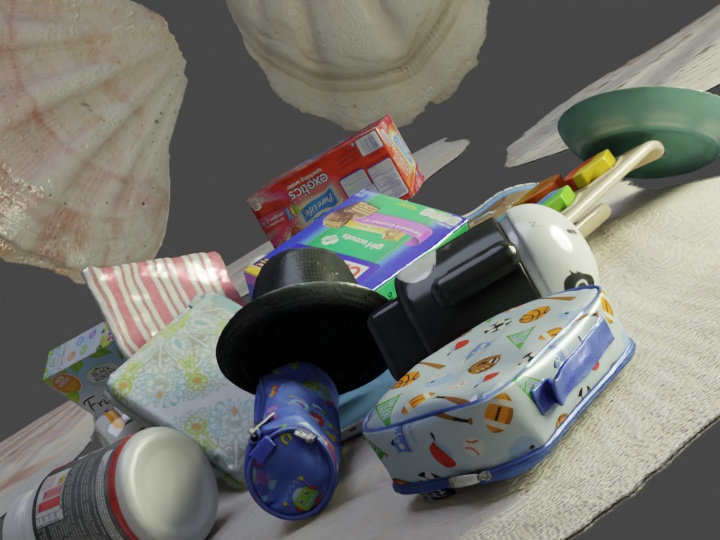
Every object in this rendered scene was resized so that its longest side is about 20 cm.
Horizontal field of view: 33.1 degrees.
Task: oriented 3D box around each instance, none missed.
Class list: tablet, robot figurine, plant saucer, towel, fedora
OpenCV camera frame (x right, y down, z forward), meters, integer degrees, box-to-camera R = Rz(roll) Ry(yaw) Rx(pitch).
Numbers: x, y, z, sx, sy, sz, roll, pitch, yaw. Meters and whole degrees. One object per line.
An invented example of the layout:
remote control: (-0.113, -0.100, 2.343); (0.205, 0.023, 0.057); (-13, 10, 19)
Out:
tablet: (0.022, 0.116, 1.213); (0.130, 0.014, 0.200); (-30, 7, 13)
robot figurine: (0.109, 0.029, 1.049); (0.199, 0.125, 0.150); (-30, 15, 6)
plant saucer: (0.314, -0.141, 1.319); (0.199, 0.036, 0.200); (3, -17, 1)
towel: (-0.212, 0.042, 1.409); (0.199, 0.147, 0.030); (-9, -34, -47)
fedora: (-0.050, 0.043, 1.157); (0.200, 0.200, 0.092); (-27, 52, 26)
towel: (-0.142, 0.119, 1.255); (0.171, 0.199, 0.048); (-45, -28, -33)

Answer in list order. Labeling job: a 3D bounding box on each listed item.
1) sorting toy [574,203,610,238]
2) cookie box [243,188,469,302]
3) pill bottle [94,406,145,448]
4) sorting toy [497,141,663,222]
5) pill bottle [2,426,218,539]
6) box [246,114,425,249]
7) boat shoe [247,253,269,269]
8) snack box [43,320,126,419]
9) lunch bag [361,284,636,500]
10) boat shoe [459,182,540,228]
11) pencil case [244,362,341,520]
sorting toy: (0.161, 0.008, 1.312); (0.185, 0.037, 0.200); (-36, 5, -36)
cookie box: (0.000, 0.000, 1.352); (0.171, 0.076, 0.200); (19, 44, 42)
pill bottle: (-0.180, 0.159, 1.334); (0.200, 0.117, 0.116); (-33, 8, -18)
sorting toy: (0.201, -0.070, 1.285); (0.200, 0.037, 0.185); (-34, 4, -30)
pill bottle: (-0.237, 0.226, 1.129); (0.199, 0.116, 0.116); (-25, 10, 34)
box: (-0.030, -0.102, 1.535); (0.199, 0.100, 0.096); (-28, 9, 19)
boat shoe: (-0.040, 0.029, 1.463); (0.199, 0.072, 0.063); (12, -12, -2)
snack box: (-0.259, 0.140, 1.465); (0.142, 0.200, 0.053); (-28, 40, 24)
lunch bag: (0.104, 0.088, 0.878); (0.160, 0.076, 0.200); (-20, 12, 43)
boat shoe: (0.164, -0.042, 1.494); (0.199, 0.072, 0.072); (-24, 29, 0)
pencil case: (-0.059, 0.141, 1.054); (0.078, 0.087, 0.200); (-43, 10, 8)
